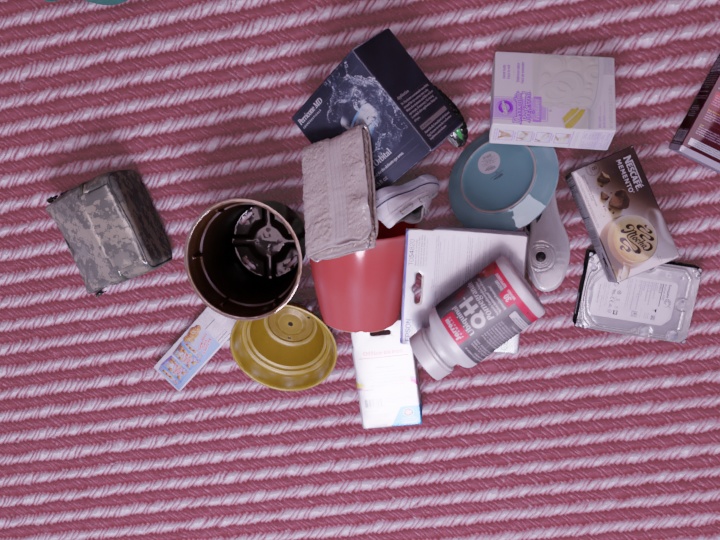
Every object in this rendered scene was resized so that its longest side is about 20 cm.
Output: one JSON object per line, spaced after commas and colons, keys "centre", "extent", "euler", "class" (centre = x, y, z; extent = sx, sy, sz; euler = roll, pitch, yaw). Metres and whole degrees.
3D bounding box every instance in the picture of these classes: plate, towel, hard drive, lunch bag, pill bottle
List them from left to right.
{"centre": [-0.464, -0.070, 1.349], "extent": [0.166, 0.139, 0.202], "euler": [-22, 98, 10], "class": "lunch bag"}
{"centre": [-0.037, -0.120, 1.170], "extent": [0.131, 0.034, 0.203], "euler": [-14, 74, 32], "class": "towel"}
{"centre": [0.176, 0.079, 1.143], "extent": [0.199, 0.111, 0.111], "euler": [-39, 95, 13], "class": "pill bottle"}
{"centre": [0.235, -0.158, 1.251], "extent": [0.198, 0.025, 0.203], "euler": [-12, 68, 30], "class": "plate"}
{"centre": [0.491, 0.046, 1.320], "extent": [0.197, 0.038, 0.142], "euler": [9, 103, 4], "class": "hard drive"}

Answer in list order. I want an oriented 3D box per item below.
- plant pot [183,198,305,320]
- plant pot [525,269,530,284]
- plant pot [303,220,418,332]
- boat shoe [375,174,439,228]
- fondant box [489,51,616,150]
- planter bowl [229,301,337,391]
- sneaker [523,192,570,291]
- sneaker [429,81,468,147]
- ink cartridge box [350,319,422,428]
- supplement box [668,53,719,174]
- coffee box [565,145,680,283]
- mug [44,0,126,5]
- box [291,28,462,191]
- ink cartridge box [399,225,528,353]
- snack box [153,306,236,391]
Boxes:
{"centre": [-0.183, -0.037, 1.294], "extent": [0.197, 0.198, 0.203], "euler": [1, 102, 5], "class": "plant pot"}
{"centre": [0.208, 0.055, 1.303], "extent": [0.197, 0.135, 0.203], "euler": [1, 101, 6], "class": "plant pot"}
{"centre": [0.000, 0.000, 1.295], "extent": [0.197, 0.201, 0.180], "euler": [3, 110, 6], "class": "plant pot"}
{"centre": [0.082, -0.109, 1.254], "extent": [0.073, 0.199, 0.067], "euler": [-42, 78, 40], "class": "boat shoe"}
{"centre": [0.316, -0.282, 1.226], "extent": [0.197, 0.058, 0.146], "euler": [4, 68, 6], "class": "fondant box"}
{"centre": [-0.135, 0.121, 1.367], "extent": [0.197, 0.084, 0.203], "euler": [3, 123, 5], "class": "planter bowl"}
{"centre": [0.315, -0.059, 1.272], "extent": [0.072, 0.112, 0.203], "euler": [-4, 80, 9], "class": "sneaker"}
{"centre": [0.106, -0.283, 1.282], "extent": [0.200, 0.078, 0.085], "euler": [43, 110, 6], "class": "sneaker"}
{"centre": [0.049, 0.185, 1.381], "extent": [0.113, 0.068, 0.203], "euler": [-6, 101, 7], "class": "ink cartridge box"}
{"centre": [0.615, -0.270, 1.227], "extent": [0.108, 0.061, 0.202], "euler": [25, 104, 0], "class": "supplement box"}
{"centre": [0.440, -0.094, 1.253], "extent": [0.112, 0.080, 0.202], "euler": [-22, 87, 8], "class": "coffee box"}
{"centre": [-0.457, -0.535, 1.264], "extent": [0.182, 0.114, 0.154], "euler": [4, 103, 6], "class": "mug"}
{"centre": [0.024, -0.248, 1.226], "extent": [0.201, 0.117, 0.196], "euler": [50, 137, -4], "class": "box"}
{"centre": [0.167, 0.030, 1.212], "extent": [0.197, 0.041, 0.203], "euler": [4, 102, 6], "class": "ink cartridge box"}
{"centre": [-0.312, 0.142, 1.434], "extent": [0.072, 0.024, 0.200], "euler": [43, 103, -4], "class": "snack box"}
